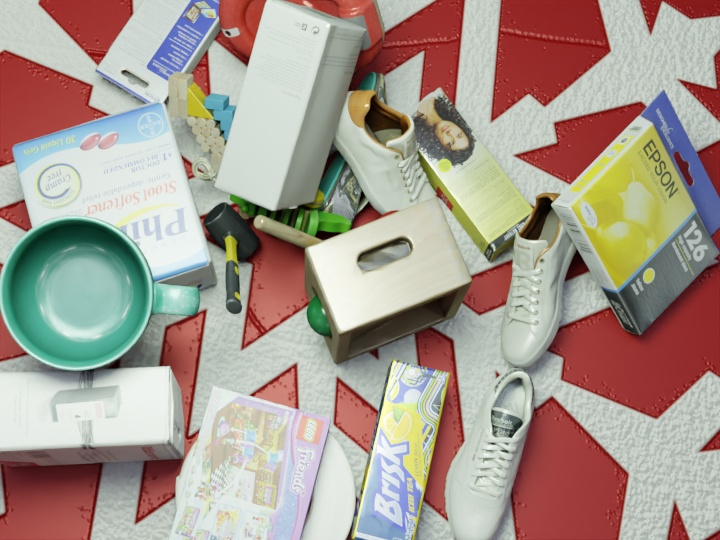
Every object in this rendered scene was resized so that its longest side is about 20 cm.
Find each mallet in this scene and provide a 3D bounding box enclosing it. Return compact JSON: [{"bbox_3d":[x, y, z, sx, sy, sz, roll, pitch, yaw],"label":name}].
[{"bbox_3d":[-0.135,-0.002,1.361,0.041,0.066,0.201,-36,33,12],"label":"mallet"}]

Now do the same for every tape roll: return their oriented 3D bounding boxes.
[{"bbox_3d":[-0.104,0.250,1.359,0.199,0.037,0.207,1,75,-4],"label":"tape roll"}]

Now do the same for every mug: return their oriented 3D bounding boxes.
[{"bbox_3d":[-0.274,0.032,1.270,0.184,0.114,0.153,38,84,-6],"label":"mug"}]

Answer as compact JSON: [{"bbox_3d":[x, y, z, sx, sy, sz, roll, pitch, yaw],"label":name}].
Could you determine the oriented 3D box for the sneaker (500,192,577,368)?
[{"bbox_3d":[0.190,0.007,1.403,0.072,0.084,0.203,12,83,41],"label":"sneaker"}]

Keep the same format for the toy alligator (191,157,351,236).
[{"bbox_3d":[-0.107,-0.074,1.392,0.197,0.054,0.060,21,118,4],"label":"toy alligator"}]

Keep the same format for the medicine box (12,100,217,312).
[{"bbox_3d":[-0.276,-0.060,1.402,0.179,0.103,0.203,-17,75,-8],"label":"medicine box"}]

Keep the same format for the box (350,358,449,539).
[{"bbox_3d":[0.043,0.207,1.365,0.069,0.064,0.203,13,74,1],"label":"box"}]

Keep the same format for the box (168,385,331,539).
[{"bbox_3d":[-0.120,0.239,1.321,0.134,0.039,0.203,15,74,2],"label":"box"}]

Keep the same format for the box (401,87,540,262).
[{"bbox_3d":[0.123,-0.114,1.468,0.075,0.050,0.201,-35,80,-12],"label":"box"}]

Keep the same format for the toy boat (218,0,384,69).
[{"bbox_3d":[-0.078,-0.270,1.394,0.197,0.132,0.132,11,51,31],"label":"toy boat"}]

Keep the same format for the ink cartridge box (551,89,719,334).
[{"bbox_3d":[0.335,-0.065,1.415,0.200,0.047,0.199,-43,117,-12],"label":"ink cartridge box"}]

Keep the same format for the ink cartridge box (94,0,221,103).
[{"bbox_3d":[-0.230,-0.293,1.506,0.094,0.037,0.202,30,72,4],"label":"ink cartridge box"}]

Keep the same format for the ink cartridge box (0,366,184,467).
[{"bbox_3d":[-0.291,0.158,1.317,0.196,0.146,0.086,0,75,-4],"label":"ink cartridge box"}]

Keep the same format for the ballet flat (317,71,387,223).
[{"bbox_3d":[0.000,-0.135,1.466,0.071,0.072,0.203,21,74,3],"label":"ballet flat"}]

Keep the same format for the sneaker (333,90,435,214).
[{"bbox_3d":[0.040,-0.122,1.392,0.200,0.084,0.074,47,54,-33],"label":"sneaker"}]

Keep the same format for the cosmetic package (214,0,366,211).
[{"bbox_3d":[-0.073,-0.171,1.297,0.080,0.113,0.203,24,103,16],"label":"cosmetic package"}]

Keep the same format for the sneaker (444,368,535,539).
[{"bbox_3d":[0.144,0.205,1.363,0.075,0.081,0.203,16,75,0],"label":"sneaker"}]

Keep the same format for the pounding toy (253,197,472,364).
[{"bbox_3d":[0.000,0.000,1.358,0.197,0.184,0.144,-21,76,-9],"label":"pounding toy"}]

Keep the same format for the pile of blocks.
[{"bbox_3d":[-0.144,-0.154,1.431,0.081,0.062,0.201,-28,105,24],"label":"pile of blocks"}]
